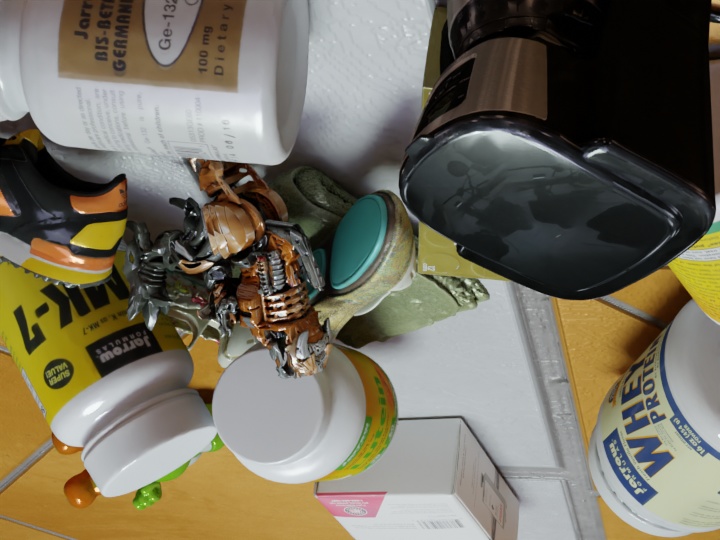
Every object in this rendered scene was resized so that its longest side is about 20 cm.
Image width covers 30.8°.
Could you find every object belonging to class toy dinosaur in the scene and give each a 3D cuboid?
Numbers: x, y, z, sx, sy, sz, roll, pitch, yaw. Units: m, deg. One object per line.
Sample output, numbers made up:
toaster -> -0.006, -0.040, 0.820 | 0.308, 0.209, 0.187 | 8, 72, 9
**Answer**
toy dinosaur -> -0.084, -0.022, 0.880 | 0.102, 0.201, 0.136 | 0, 167, -44

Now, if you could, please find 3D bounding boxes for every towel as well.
towel -> -0.016, -0.004, 0.991 | 0.200, 0.037, 0.148 | 30, 144, -31

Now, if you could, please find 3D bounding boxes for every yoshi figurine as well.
yoshi figurine -> -0.223, 0.174, 1.273 | 0.200, 0.112, 0.112 | -18, 133, 33

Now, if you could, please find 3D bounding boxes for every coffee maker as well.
coffee maker -> 0.123, -0.098, 0.643 | 0.192, 0.200, 0.135 | 10, 150, -1

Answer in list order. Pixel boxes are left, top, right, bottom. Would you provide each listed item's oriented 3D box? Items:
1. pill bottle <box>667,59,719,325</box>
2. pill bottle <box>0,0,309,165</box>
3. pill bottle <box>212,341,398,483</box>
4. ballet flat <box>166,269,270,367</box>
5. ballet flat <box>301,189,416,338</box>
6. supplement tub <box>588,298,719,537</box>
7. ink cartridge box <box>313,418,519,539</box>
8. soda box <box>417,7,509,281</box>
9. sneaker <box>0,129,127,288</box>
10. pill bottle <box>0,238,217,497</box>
pill bottle -> 0.242, -0.028, 0.808 | 0.113, 0.113, 0.200 | -13, 143, 32
pill bottle -> -0.136, -0.125, 0.751 | 0.199, 0.115, 0.114 | 6, 149, 6
pill bottle -> -0.043, 0.107, 1.003 | 0.111, 0.111, 0.200 | 1, 173, 13
ballet flat -> -0.125, 0.044, 1.073 | 0.199, 0.064, 0.076 | 17, 150, -12
ballet flat -> 0.000, 0.000, 0.896 | 0.071, 0.071, 0.200 | 22, 151, -19
supplement tub -> 0.267, 0.114, 1.000 | 0.145, 0.145, 0.200 | 14, 148, -7
ink cartridge box -> 0.061, 0.230, 1.303 | 0.146, 0.083, 0.200 | -5, 145, 23
soda box -> 0.073, -0.073, 0.828 | 0.068, 0.064, 0.200 | 6, 149, 5
sneaker -> -0.251, -0.063, 0.884 | 0.200, 0.070, 0.090 | 21, 108, -3
pill bottle -> -0.194, 0.056, 0.962 | 0.114, 0.200, 0.114 | -30, 165, -9
